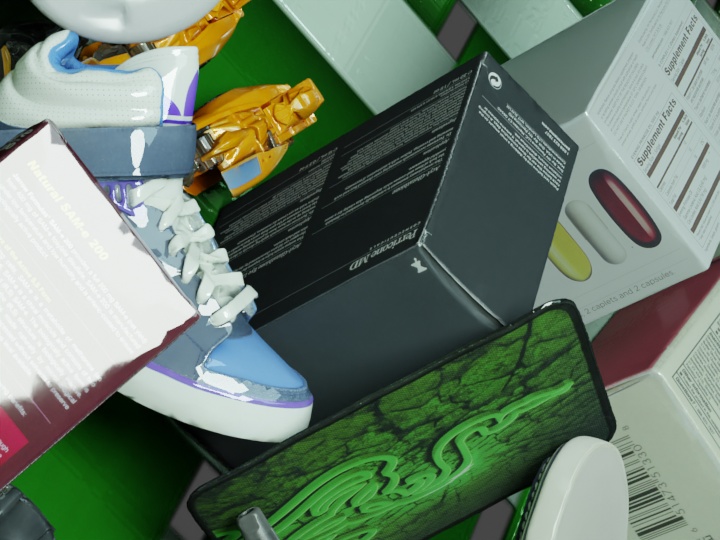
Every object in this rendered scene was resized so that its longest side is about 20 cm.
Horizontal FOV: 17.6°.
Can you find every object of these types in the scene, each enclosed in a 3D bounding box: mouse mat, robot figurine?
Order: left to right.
[{"bbox_3d":[-0.108,-0.082,1.194,0.145,0.058,0.200,57,39,-3],"label":"robot figurine"},{"bbox_3d":[0.025,0.093,1.104,0.008,0.199,0.161,63,0,31],"label":"mouse mat"}]

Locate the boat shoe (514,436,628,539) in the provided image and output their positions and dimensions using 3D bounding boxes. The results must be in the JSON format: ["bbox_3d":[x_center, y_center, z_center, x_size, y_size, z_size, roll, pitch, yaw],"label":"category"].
[{"bbox_3d":[0.067,0.173,1.158,0.075,0.092,0.201,11,92,-51],"label":"boat shoe"}]

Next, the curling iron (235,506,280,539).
[{"bbox_3d":[0.003,0.192,1.074,0.050,0.026,0.200,-39,98,-20],"label":"curling iron"}]

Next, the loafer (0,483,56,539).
[{"bbox_3d":[-0.181,0.163,0.962,0.070,0.068,0.201,47,37,-5],"label":"loafer"}]

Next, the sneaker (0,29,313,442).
[{"bbox_3d":[-0.088,-0.025,1.064,0.199,0.147,0.081,28,12,7],"label":"sneaker"}]

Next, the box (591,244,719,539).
[{"bbox_3d":[0.206,0.081,1.410,0.128,0.109,0.200,56,39,-7],"label":"box"}]

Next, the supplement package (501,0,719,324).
[{"bbox_3d":[0.105,-0.048,1.298,0.111,0.200,0.156,50,40,-15],"label":"supplement package"}]

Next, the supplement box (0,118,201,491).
[{"bbox_3d":[-0.178,0.041,0.968,0.200,0.061,0.109,-40,102,-17],"label":"supplement box"}]

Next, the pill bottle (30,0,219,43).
[{"bbox_3d":[-0.123,-0.196,1.143,0.114,0.114,0.200,40,13,-25],"label":"pill bottle"}]

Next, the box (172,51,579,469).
[{"bbox_3d":[0.000,0.000,1.154,0.079,0.200,0.141,44,42,-21],"label":"box"}]
